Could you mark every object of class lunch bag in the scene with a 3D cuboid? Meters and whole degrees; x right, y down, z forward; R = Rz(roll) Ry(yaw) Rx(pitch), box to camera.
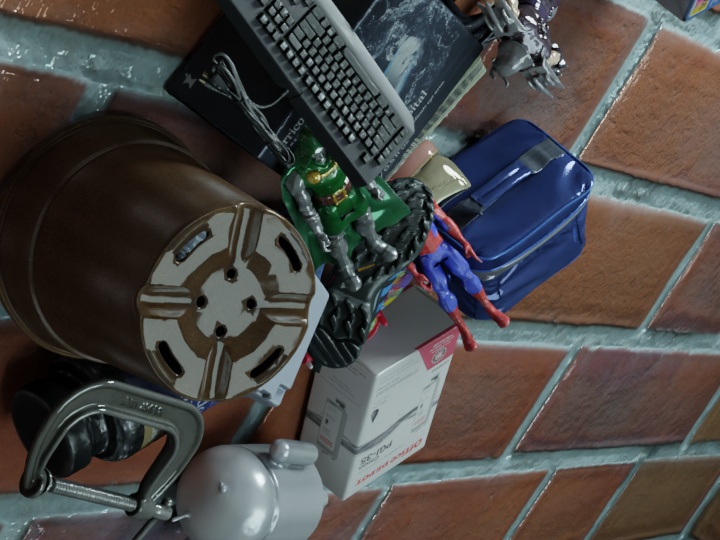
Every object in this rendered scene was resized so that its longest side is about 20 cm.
[{"bbox_3d":[0.139,-0.056,1.962,0.200,0.136,0.132,-37,150,-25],"label":"lunch bag"}]

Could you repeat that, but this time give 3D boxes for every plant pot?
[{"bbox_3d":[-0.148,-0.002,1.426,0.200,0.198,0.201,-12,111,-33],"label":"plant pot"}]

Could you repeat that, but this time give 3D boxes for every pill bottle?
[{"bbox_3d":[-0.199,0.097,1.640,0.200,0.112,0.112,-31,147,-36],"label":"pill bottle"}]

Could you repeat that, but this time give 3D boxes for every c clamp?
[{"bbox_3d":[-0.210,0.170,1.573,0.171,0.027,0.200,-49,141,7],"label":"c clamp"}]

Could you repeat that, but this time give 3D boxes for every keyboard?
[{"bbox_3d":[-0.046,-0.145,1.437,0.127,0.021,0.200,-47,115,-20],"label":"keyboard"}]

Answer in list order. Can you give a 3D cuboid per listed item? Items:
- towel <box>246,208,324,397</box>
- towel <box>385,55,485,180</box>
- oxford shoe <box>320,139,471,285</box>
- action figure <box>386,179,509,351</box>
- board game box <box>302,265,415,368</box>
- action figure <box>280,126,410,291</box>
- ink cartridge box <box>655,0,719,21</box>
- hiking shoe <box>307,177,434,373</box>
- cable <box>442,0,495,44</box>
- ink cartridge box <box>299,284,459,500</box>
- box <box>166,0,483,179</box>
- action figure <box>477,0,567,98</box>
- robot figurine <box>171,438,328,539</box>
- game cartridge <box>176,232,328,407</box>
[{"bbox_3d":[-0.103,0.030,1.752,0.111,0.049,0.200,8,122,-22],"label":"towel"},{"bbox_3d":[0.041,-0.133,1.748,0.200,0.035,0.193,-47,177,4],"label":"towel"},{"bbox_3d":[0.029,-0.033,1.869,0.200,0.074,0.071,-51,175,2],"label":"oxford shoe"},{"bbox_3d":[0.077,-0.011,1.843,0.065,0.052,0.200,-34,115,2],"label":"action figure"},{"bbox_3d":[-0.021,0.064,1.887,0.200,0.039,0.158,-25,165,-24],"label":"board game box"},{"bbox_3d":[-0.020,-0.057,1.549,0.118,0.055,0.200,-41,148,-9],"label":"action figure"},{"bbox_3d":[0.351,-0.349,1.931,0.200,0.136,0.076,-28,151,-39],"label":"ink cartridge box"},{"bbox_3d":[0.000,0.000,1.776,0.200,0.074,0.087,-59,-175,-10],"label":"hiking shoe"},{"bbox_3d":[0.131,-0.292,1.748,0.163,0.051,0.200,-2,126,-57],"label":"cable"},{"bbox_3d":[0.018,0.134,2.066,0.146,0.083,0.200,-30,146,-39],"label":"ink cartridge box"},{"bbox_3d":[-0.025,-0.170,1.580,0.197,0.117,0.200,-53,153,3],"label":"box"},{"bbox_3d":[0.154,-0.238,1.672,0.130,0.069,0.200,59,46,-40],"label":"action figure"},{"bbox_3d":[-0.115,0.236,1.949,0.170,0.113,0.200,-50,155,16],"label":"robot figurine"},{"bbox_3d":[-0.120,0.014,1.616,0.200,0.040,0.134,37,69,-32],"label":"game cartridge"}]
